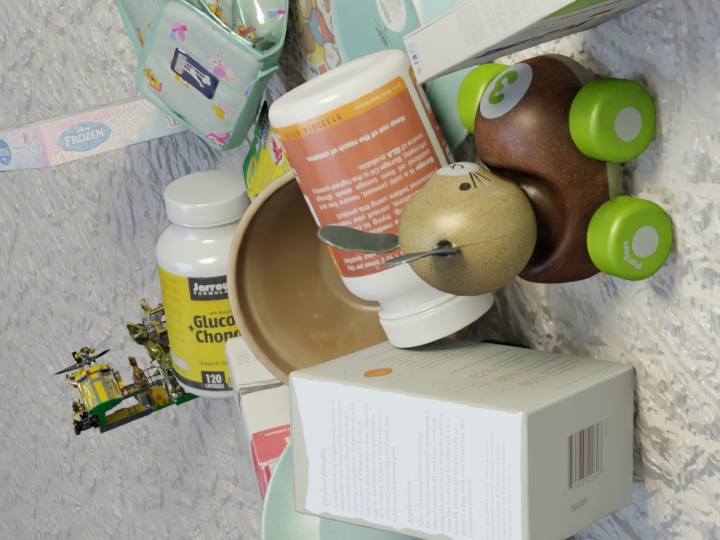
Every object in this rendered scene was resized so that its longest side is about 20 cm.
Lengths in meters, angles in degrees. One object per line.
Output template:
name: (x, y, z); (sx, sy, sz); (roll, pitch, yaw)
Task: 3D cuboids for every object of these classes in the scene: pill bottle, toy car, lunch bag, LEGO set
pill bottle: (-0.134, 0.012, 1.814); (0.112, 0.112, 0.200); (32, 135, 52)
toy car: (0.076, -0.048, 1.270); (0.164, 0.200, 0.158); (18, 123, 58)
lunch bag: (-0.128, -0.220, 1.623); (0.170, 0.122, 0.200); (122, 132, -58)
pill bottle: (0.021, -0.051, 1.395); (0.112, 0.112, 0.200); (1, 118, 62)
LEGO set: (-0.224, 0.078, 1.969); (0.154, 0.200, 0.116); (87, 158, -73)

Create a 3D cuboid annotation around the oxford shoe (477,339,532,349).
oxford shoe: (0.111, 0.151, 1.492); (0.084, 0.073, 0.200); (9, 103, 64)

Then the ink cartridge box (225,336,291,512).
ink cartridge box: (-0.058, 0.162, 1.697); (0.200, 0.085, 0.146); (-115, 14, -57)

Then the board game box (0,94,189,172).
board game box: (-0.238, -0.137, 1.814); (0.199, 0.200, 0.043); (0, 106, 63)

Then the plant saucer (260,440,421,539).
plant saucer: (0.010, 0.191, 1.518); (0.201, 0.039, 0.201); (-18, 60, 33)

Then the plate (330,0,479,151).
plate: (0.023, -0.179, 1.436); (0.200, 0.026, 0.200); (42, 142, 44)

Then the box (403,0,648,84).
box: (0.131, -0.168, 1.147); (0.200, 0.144, 0.036); (-17, 93, 63)

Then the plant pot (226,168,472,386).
plant pot: (0.000, 0.000, 1.521); (0.093, 0.201, 0.201); (-53, -49, -73)

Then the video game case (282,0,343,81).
video game case: (-0.001, -0.192, 1.523); (0.200, 0.023, 0.182); (52, 148, 34)

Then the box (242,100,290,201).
box: (-0.039, -0.047, 1.667); (0.200, 0.048, 0.117); (58, 152, 20)

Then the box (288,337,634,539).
box: (0.072, 0.120, 1.358); (0.200, 0.152, 0.107); (7, 104, 36)
